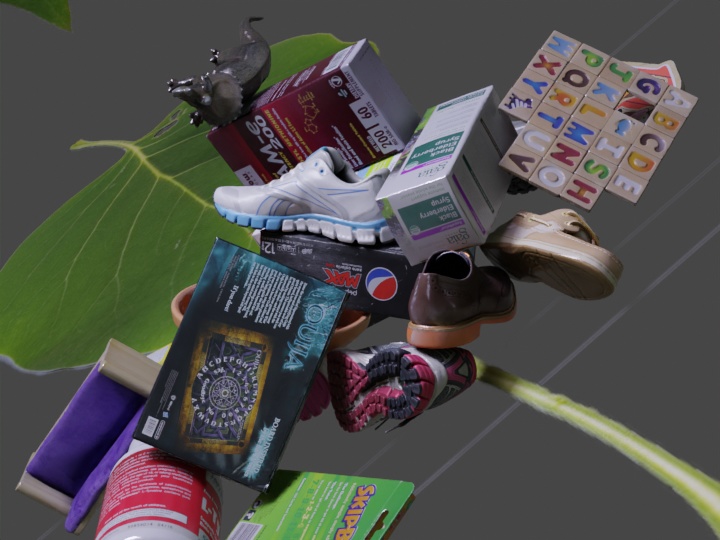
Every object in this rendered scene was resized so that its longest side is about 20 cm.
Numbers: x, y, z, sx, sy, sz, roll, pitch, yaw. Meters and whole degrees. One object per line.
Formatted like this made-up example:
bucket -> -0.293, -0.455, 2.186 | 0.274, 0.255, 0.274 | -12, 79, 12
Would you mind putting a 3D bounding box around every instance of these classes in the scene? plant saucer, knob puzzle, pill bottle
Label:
plant saucer -> -0.089, 0.050, 1.318 | 0.200, 0.037, 0.200 | 2, 18, 0
knob puzzle -> 0.263, -0.167, 1.413 | 0.220, 0.030, 0.220 | -31, 24, 15
pill bottle -> -0.184, 0.231, 1.214 | 0.112, 0.112, 0.200 | -32, 24, 13

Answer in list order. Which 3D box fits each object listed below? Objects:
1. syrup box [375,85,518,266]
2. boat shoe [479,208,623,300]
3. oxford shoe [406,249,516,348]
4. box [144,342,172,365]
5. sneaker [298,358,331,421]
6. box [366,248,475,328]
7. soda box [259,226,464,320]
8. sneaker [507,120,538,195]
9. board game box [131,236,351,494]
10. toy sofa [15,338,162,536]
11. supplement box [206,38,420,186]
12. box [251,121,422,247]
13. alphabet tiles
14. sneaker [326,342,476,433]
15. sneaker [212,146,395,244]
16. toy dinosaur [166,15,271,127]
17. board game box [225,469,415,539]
syrup box -> 0.091, -0.095, 1.273 | 0.079, 0.081, 0.200 | -18, 23, 29
boat shoe -> 0.182, -0.025, 1.210 | 0.069, 0.074, 0.200 | -49, 24, -10
oxford shoe -> 0.098, 0.014, 1.193 | 0.071, 0.073, 0.200 | 1, 12, 20
box -> -0.181, 0.109, 1.519 | 0.200, 0.048, 0.117 | -29, 24, 24
sneaker -> -0.108, 0.124, 1.358 | 0.200, 0.081, 0.088 | -19, 25, 25
box -> 0.032, -0.002, 1.426 | 0.200, 0.038, 0.137 | -27, 25, 23
soda box -> 0.000, 0.000, 1.307 | 0.200, 0.071, 0.063 | 9, 18, 23
sneaker -> 0.140, -0.124, 1.447 | 0.200, 0.074, 0.079 | -3, 49, 49
board game box -> -0.108, 0.087, 1.202 | 0.028, 0.135, 0.200 | 62, -129, -84
toy sofa -> -0.288, 0.181, 1.410 | 0.200, 0.083, 0.098 | -52, 15, 23
supplement box -> -0.051, -0.149, 1.373 | 0.200, 0.109, 0.061 | -21, 26, 35
box -> 0.002, -0.060, 1.398 | 0.200, 0.101, 0.113 | -20, 28, 36
alphabet tiles -> 0.224, -0.146, 1.306 | 0.200, 0.167, 0.008 | -53, -15, -33
sneaker -> 0.030, 0.105, 1.203 | 0.075, 0.081, 0.200 | -11, 2, -29
sneaker -> -0.053, -0.082, 1.303 | 0.200, 0.087, 0.075 | 6, 18, 19
toy dinosaur -> -0.136, -0.204, 1.397 | 0.102, 0.077, 0.200 | -1, 32, 38
board game box -> -0.035, 0.219, 1.130 | 0.200, 0.030, 0.096 | -9, 37, 53
